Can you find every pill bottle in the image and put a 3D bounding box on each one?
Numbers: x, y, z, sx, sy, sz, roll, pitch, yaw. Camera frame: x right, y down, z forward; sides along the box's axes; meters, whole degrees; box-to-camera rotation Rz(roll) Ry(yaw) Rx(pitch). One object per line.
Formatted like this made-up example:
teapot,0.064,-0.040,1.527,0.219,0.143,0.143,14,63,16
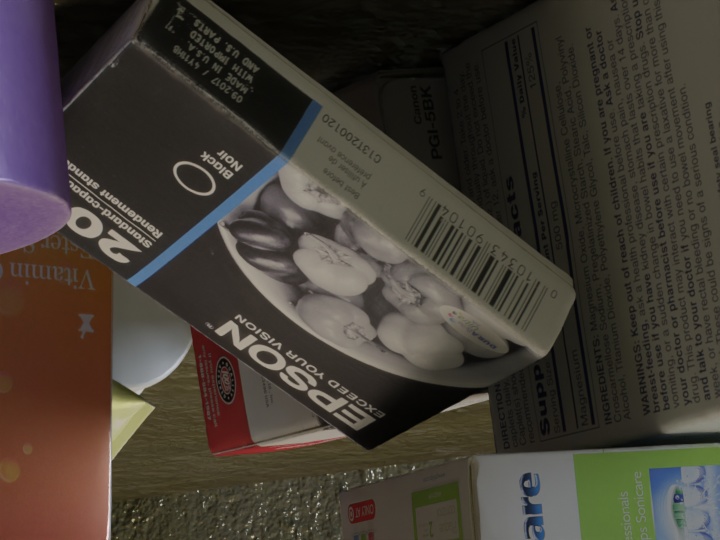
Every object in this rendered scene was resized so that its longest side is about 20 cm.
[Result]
pill bottle,-0.179,0.034,1.312,0.114,0.114,0.200,0,168,-34

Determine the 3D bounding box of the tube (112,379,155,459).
tube,-0.202,0.037,1.197,0.200,0.052,0.058,31,-179,-10

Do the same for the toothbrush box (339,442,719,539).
toothbrush box,0.110,0.117,0.960,0.200,0.086,0.146,-3,171,-20

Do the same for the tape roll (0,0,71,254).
tape roll,-0.206,-0.052,0.862,0.200,0.085,0.200,-6,172,-1

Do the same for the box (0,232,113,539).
box,-0.201,0.049,1.077,0.152,0.200,0.106,5,170,-38

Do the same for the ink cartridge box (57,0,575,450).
ink cartridge box,-0.045,-0.007,0.956,0.198,0.043,0.200,36,149,-12

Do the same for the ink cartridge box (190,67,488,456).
ink cartridge box,0.000,0.000,1.117,0.083,0.147,0.200,-5,172,-33

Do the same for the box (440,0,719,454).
box,0.133,-0.024,0.953,0.105,0.184,0.200,-3,171,-28
